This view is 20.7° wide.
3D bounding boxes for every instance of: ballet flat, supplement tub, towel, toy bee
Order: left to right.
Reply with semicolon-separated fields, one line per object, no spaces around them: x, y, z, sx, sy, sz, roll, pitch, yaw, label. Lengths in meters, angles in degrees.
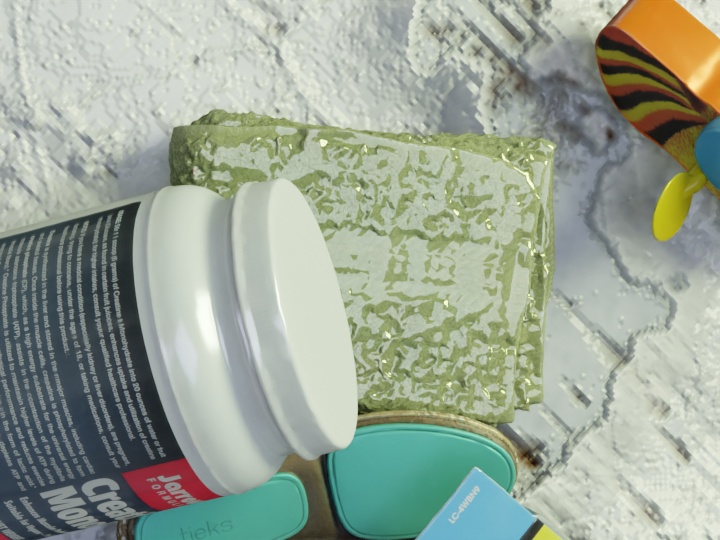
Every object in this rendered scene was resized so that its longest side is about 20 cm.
-0.113;0.042;0.890;0.199;0.140;0.141;-14;95;12;supplement tub
-0.023;0.104;0.970;0.199;0.065;0.071;-7;100;-13;ballet flat
0.000;0.000;0.984;0.199;0.036;0.149;4;93;-9;towel
0.195;-0.047;0.984;0.130;0.109;0.200;-25;66;-19;toy bee

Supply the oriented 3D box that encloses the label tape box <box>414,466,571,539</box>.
0.070;0.198;0.969;0.200;0.066;0.143;40;88;-21;label tape box
